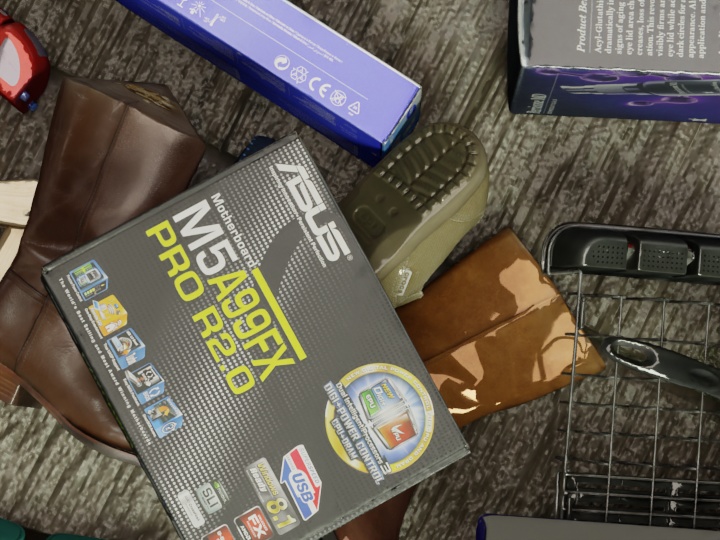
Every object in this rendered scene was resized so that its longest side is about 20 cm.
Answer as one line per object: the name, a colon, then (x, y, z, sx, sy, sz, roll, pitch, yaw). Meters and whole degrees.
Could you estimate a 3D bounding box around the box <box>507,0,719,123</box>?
box: (0.186, -0.148, 1.268, 0.199, 0.148, 0.105, 2, 84, 3)

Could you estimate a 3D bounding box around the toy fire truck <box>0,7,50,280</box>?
toy fire truck: (-0.239, -0.048, 1.315, 0.141, 0.049, 0.200, 40, 85, 5)

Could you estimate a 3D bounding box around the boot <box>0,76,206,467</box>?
boot: (-0.118, 0.001, 1.236, 0.186, 0.064, 0.200, 24, 92, 12)

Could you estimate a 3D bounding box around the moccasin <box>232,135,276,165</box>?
moccasin: (-0.112, 0.001, 1.292, 0.068, 0.080, 0.200, 31, 84, 9)

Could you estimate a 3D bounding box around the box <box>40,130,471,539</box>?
box: (-0.058, 0.050, 1.189, 0.160, 0.044, 0.200, -28, 90, -9)

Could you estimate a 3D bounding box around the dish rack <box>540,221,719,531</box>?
dish rack: (0.179, 0.075, 1.275, 0.153, 0.055, 0.201, 5, 88, -13)

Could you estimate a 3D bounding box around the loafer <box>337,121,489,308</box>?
loafer: (0.000, 0.000, 1.268, 0.200, 0.067, 0.076, -37, 52, 4)

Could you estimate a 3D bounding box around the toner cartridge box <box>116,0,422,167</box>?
toner cartridge box: (-0.058, -0.135, 1.298, 0.200, 0.095, 0.043, 33, 85, 4)

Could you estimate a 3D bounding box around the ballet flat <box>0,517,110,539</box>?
ballet flat: (-0.195, 0.181, 1.285, 0.200, 0.071, 0.071, 14, 84, 2)

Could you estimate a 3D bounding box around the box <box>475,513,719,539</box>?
box: (0.148, 0.248, 1.208, 0.183, 0.105, 0.200, 4, 110, 2)

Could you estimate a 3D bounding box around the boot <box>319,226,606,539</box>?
boot: (0.053, 0.099, 1.297, 0.200, 0.068, 0.189, -27, 76, -9)

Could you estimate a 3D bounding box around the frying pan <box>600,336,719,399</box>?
frying pan: (0.231, 0.088, 1.244, 0.190, 0.031, 0.115, -4, 87, -5)
